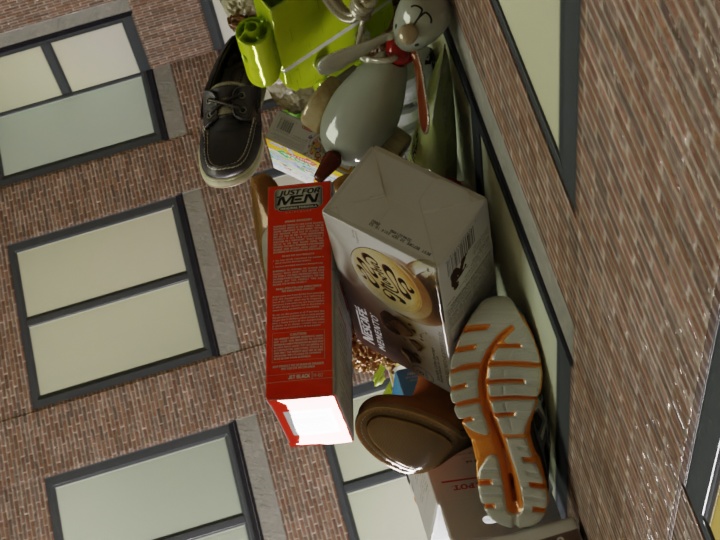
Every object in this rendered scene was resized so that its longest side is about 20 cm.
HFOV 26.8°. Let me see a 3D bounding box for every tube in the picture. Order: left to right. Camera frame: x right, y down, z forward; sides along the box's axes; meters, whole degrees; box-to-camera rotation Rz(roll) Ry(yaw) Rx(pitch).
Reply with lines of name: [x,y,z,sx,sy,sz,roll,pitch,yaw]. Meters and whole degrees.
tube: [0.064,-0.108,1.336,0.058,0.052,0.201,54,162,25]

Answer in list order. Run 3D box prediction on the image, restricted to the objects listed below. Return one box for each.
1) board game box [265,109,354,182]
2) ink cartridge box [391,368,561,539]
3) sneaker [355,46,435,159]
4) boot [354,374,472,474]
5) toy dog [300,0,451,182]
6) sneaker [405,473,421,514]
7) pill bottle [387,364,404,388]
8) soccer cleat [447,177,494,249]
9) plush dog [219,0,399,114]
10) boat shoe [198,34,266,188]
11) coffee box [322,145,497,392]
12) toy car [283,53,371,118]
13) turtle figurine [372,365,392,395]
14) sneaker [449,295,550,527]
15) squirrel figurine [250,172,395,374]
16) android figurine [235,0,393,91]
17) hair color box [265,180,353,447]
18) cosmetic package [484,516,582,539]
board game box: [-0.001,-0.097,1.597,0.035,0.198,0.135,-64,-5,-8]
ink cartridge box: [0.106,0.185,1.425,0.067,0.114,0.201,100,161,-46]
sneaker: [0.046,-0.139,1.400,0.200,0.074,0.116,-34,-73,-87]
boot: [0.067,0.106,1.369,0.198,0.074,0.156,20,-138,-34]
toy dog: [0.004,-0.142,1.237,0.201,0.130,0.097,92,-156,-46]
sneaker: [0.115,0.254,1.516,0.200,0.078,0.080,42,-161,-24]
pill bottle: [0.085,0.103,1.579,0.113,0.111,0.203,88,166,-81]
soccer cleat: [0.075,-0.011,1.374,0.201,0.084,0.069,78,176,-61]
plush dog: [-0.047,-0.275,1.492,0.202,0.170,0.160,63,-177,0]
boat shoe: [-0.134,-0.167,1.549,0.201,0.071,0.065,-83,-15,-45]
coffee box: [0.048,0.003,1.259,0.112,0.080,0.201,27,155,24]
toy car: [-0.007,-0.260,1.669,0.200,0.156,0.166,-46,-52,-59]
turtle figurine: [0.096,0.153,1.673,0.065,0.160,0.202,-49,29,36]
sneaker: [0.122,0.113,1.270,0.077,0.077,0.203,-54,-39,-63]
squirrel figurine: [0.000,0.000,1.493,0.142,0.184,0.202,-120,24,-55]
android figurine: [-0.028,-0.226,1.301,0.041,0.181,0.201,49,165,25]
hair color box: [-0.043,0.037,1.289,0.102,0.060,0.202,72,-165,-59]
cosmetic package: [0.137,0.348,1.296,0.201,0.163,0.166,75,177,-52]
